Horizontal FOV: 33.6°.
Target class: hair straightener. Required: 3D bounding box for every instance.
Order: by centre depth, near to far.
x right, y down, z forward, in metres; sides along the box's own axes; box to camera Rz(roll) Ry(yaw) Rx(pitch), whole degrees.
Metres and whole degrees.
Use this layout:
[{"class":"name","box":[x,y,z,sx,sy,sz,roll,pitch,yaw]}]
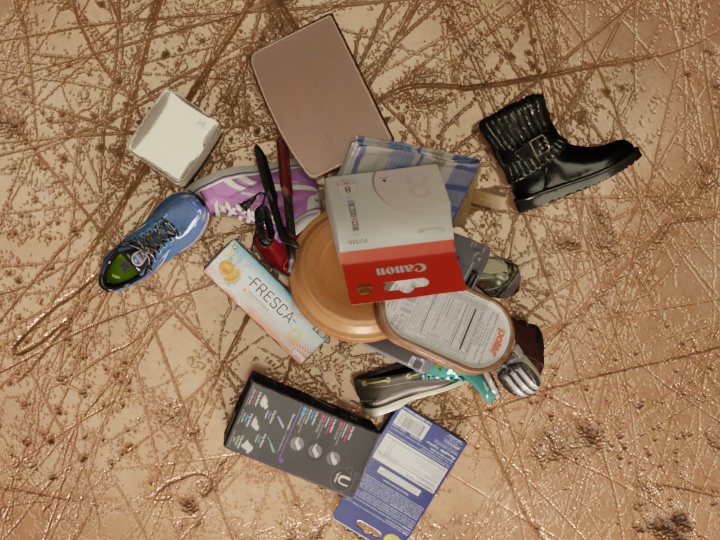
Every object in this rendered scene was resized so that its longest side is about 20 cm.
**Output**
[{"class":"hair straightener","box":[-0.127,-0.084,1.659,0.077,0.041,0.200,-13,75,12]}]

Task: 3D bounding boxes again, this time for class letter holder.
[{"class":"letter holder","box":[-0.061,-0.242,1.711,0.142,0.101,0.200,-27,94,-1]}]

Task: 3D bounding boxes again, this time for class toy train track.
[{"class":"toy train track","box":[0.115,-0.130,1.759,0.200,0.033,0.115,14,126,1]}]

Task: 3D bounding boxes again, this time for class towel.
[{"class":"towel","box":[0.059,-0.118,1.702,0.200,0.024,0.147,7,131,-20]}]

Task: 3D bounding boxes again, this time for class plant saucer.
[{"class":"plant saucer","box":[0.000,0.000,1.649,0.200,0.032,0.200,1,71,-2]}]

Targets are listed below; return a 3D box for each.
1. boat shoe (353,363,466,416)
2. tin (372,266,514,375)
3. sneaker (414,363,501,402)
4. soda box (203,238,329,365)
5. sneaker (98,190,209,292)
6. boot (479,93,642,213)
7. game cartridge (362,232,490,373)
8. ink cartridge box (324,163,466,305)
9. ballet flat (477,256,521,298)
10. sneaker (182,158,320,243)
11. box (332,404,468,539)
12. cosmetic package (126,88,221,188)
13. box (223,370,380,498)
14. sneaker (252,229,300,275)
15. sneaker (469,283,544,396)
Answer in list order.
[{"class":"boat shoe","box":[0.090,0.149,1.747,0.201,0.072,0.061,-22,104,-1]},{"class":"tin","box":[0.114,0.068,1.610,0.200,0.042,0.112,24,85,-8]},{"class":"sneaker","box":[0.117,0.129,1.695,0.200,0.078,0.080,38,77,30]},{"class":"soda box","box":[-0.136,0.044,1.731,0.200,0.064,0.068,45,88,-6]},{"class":"sneaker","box":[-0.292,-0.032,1.678,0.200,0.089,0.079,-41,103,16]},{"class":"boot","box":[0.294,-0.191,1.751,0.211,0.079,0.158,-21,94,-3]},{"class":"game cartridge","box":[0.085,0.035,1.686,0.133,0.041,0.200,24,81,35]},{"class":"ink cartridge box","box":[0.046,-0.053,1.603,0.162,0.200,0.057,-7,135,-8]},{"class":"ballet flat","box":[0.139,0.008,1.749,0.200,0.072,0.072,-4,92,-6]},{"class":"sneaker","box":[-0.155,-0.088,1.701,0.200,0.073,0.114,-14,67,-4]},{"class":"box","box":[0.056,0.309,1.772,0.121,0.032,0.200,32,88,-5]},{"class":"cosmetic package","box":[-0.253,-0.178,1.644,0.087,0.200,0.103,34,88,-6]},{"class":"box","box":[-0.086,0.234,1.712,0.200,0.122,0.106,23,90,-5]},{"class":"sneaker","box":[-0.065,-0.003,1.709,0.200,0.116,0.078,32,89,-5]},{"class":"sneaker","box":[0.202,0.081,1.742,0.076,0.116,0.200,-29,100,33]}]
